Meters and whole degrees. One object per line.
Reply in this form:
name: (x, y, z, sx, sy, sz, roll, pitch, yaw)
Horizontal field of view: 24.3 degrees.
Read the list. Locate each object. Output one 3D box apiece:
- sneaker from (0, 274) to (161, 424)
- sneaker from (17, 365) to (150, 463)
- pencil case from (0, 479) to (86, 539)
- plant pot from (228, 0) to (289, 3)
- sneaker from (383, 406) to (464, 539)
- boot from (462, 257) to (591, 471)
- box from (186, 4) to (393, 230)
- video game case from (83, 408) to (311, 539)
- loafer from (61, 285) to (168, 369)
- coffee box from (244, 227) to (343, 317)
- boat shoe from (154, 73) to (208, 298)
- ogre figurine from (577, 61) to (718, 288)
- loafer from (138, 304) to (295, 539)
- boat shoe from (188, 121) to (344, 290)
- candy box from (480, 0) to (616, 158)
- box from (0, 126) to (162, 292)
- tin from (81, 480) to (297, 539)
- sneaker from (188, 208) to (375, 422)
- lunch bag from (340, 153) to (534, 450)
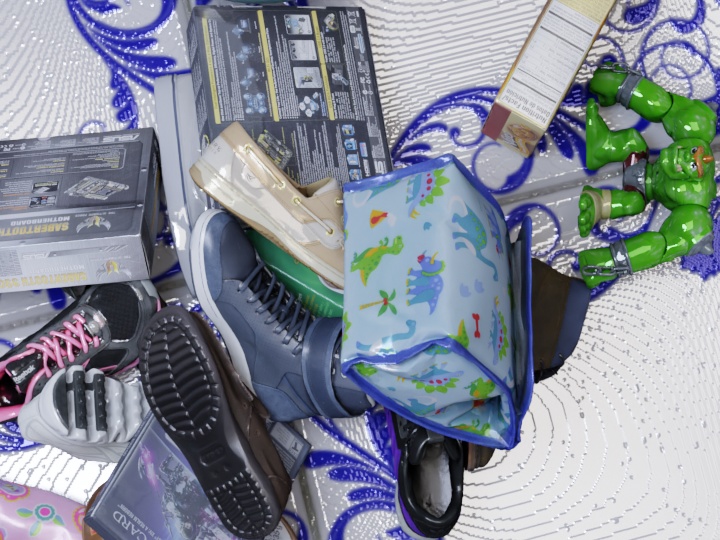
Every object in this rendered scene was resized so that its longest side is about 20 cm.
sneaker: (-0.252, 0.072, 1.396, 0.199, 0.095, 0.079, -37, 84, 21)
sneaker: (-0.197, 0.132, 1.411, 0.199, 0.081, 0.076, 21, 55, -39)
pencil case: (-0.263, 0.229, 1.416, 0.198, 0.087, 0.088, 19, 82, -1)
plant pot: (-0.061, -0.316, 1.448, 0.133, 0.200, 0.202, 19, 82, -10)
sneaker: (0.057, 0.130, 1.431, 0.069, 0.100, 0.203, -9, 83, -6)
boot: (0.144, 0.082, 1.450, 0.096, 0.075, 0.202, 12, 73, -3)
box: (-0.060, -0.135, 1.447, 0.159, 0.049, 0.202, -2, 66, -18)
video game case: (-0.130, 0.174, 1.383, 0.143, 0.019, 0.201, 45, 47, -18)
loafer: (-0.215, 0.015, 1.454, 0.072, 0.063, 0.200, -42, 86, -5)
coffee box: (0.000, 0.000, 1.442, 0.199, 0.044, 0.123, 29, 52, 7)
boat shoe: (-0.138, -0.078, 1.465, 0.065, 0.074, 0.203, -9, 84, 1)
ogre figurine: (0.255, -0.086, 1.476, 0.118, 0.099, 0.202, 2, 54, 11)
loafer: (-0.117, 0.120, 1.368, 0.072, 0.071, 0.202, -20, 96, 26)
boat shoe: (-0.042, -0.047, 1.352, 0.199, 0.074, 0.069, 35, 95, -18)
candy box: (0.179, -0.208, 1.475, 0.055, 0.115, 0.201, 28, 82, 2)
box: (-0.272, -0.051, 1.415, 0.197, 0.049, 0.159, -6, 40, 1)
tin: (-0.136, 0.230, 1.394, 0.199, 0.042, 0.113, 23, 49, -26)
sneaker: (-0.049, 0.036, 1.359, 0.145, 0.077, 0.204, -2, 123, 31)
lunch bag: (0.077, 0.032, 1.327, 0.126, 0.200, 0.172, -12, 59, 26)
